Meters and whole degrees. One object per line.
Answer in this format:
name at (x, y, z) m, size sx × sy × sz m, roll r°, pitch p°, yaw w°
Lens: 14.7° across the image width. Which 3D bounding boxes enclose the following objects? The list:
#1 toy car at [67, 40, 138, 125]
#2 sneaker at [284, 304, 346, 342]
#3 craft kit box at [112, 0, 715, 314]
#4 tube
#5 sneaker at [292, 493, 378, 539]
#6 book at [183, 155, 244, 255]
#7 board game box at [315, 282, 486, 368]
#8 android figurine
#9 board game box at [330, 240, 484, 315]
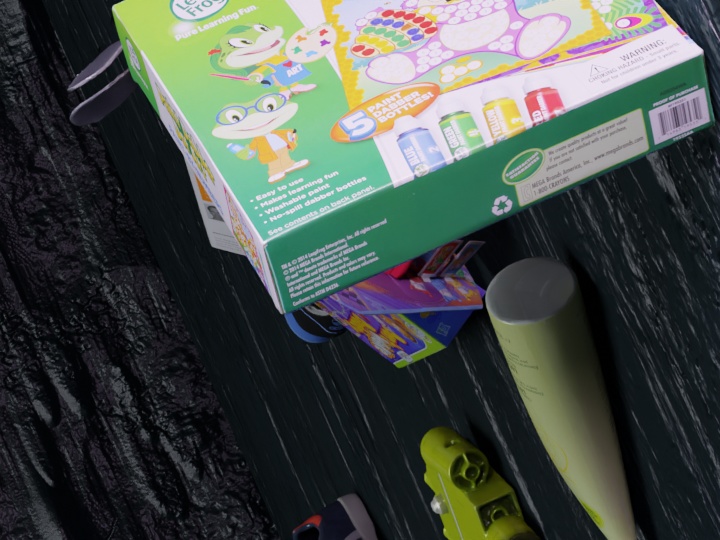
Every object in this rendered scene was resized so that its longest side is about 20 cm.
toy car at (-0.076, -0.129, 1.623) m, size 0.164 × 0.199 × 0.158 m, roll 109°, pitch 137°, yaw -77°
sneaker at (-0.051, -0.044, 2.145) m, size 0.201 × 0.070 × 0.078 m, roll 65°, pitch 158°, yaw 5°
craft kit box at (0.018, -0.088, 1.186) m, size 0.198 × 0.199 × 0.049 m, roll -126°, pitch 16°, yaw -51°
tube at (0.115, 0.081, 1.525) m, size 0.201 × 0.052 × 0.058 m, roll 69°, pitch -148°, yaw -42°
sneaker at (-0.006, 0.295, 2.636) m, size 0.200 × 0.084 × 0.075 m, roll -126°, pitch 16°, yaw -55°
book at (-0.054, -0.068, 1.936) m, size 0.133 × 0.048 × 0.200 m, roll 16°, pitch 148°, yaw 18°
board game box at (0.000, 0.000, 1.809) m, size 0.134 × 0.045 × 0.200 m, roll 37°, pitch 171°, yaw -2°
android figurine at (0.090, 0.193, 1.970) m, size 0.183 × 0.041 × 0.200 m, roll 70°, pitch 169°, yaw -21°
board game box at (-0.004, -0.041, 1.634) m, size 0.158 × 0.039 × 0.200 m, roll 45°, pitch -157°, yaw 25°
